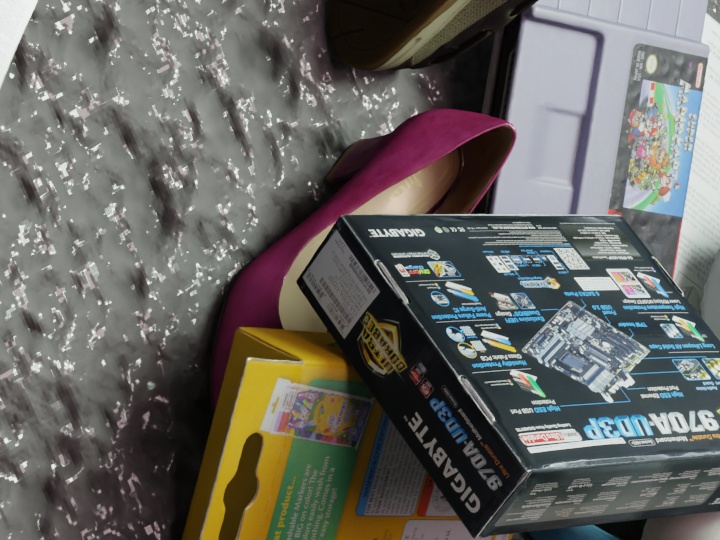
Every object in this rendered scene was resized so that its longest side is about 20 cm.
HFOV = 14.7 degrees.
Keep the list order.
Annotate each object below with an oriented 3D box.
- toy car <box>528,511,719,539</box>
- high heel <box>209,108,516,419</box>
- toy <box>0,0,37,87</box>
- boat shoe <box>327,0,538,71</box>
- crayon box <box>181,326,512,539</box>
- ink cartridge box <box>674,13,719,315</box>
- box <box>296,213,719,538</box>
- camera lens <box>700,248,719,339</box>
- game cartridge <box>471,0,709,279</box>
[{"bbox_3d":[0.148,0.185,1.403,0.150,0.175,0.200,-17,96,-8],"label":"toy car"},{"bbox_3d":[0.000,0.000,1.314,0.067,0.096,0.200,44,55,-29],"label":"high heel"},{"bbox_3d":[-0.216,-0.067,1.154,0.115,0.047,0.200,38,55,-29],"label":"toy"},{"bbox_3d":[0.071,-0.165,1.358,0.065,0.200,0.073,5,58,-54],"label":"boat shoe"},{"bbox_3d":[-0.008,0.095,1.290,0.200,0.052,0.126,6,104,-44],"label":"crayon box"},{"bbox_3d":[0.149,-0.046,1.518,0.163,0.057,0.200,35,80,-35],"label":"ink cartridge box"},{"bbox_3d":[0.089,0.043,1.280,0.200,0.046,0.159,-1,46,-45],"label":"box"},{"bbox_3d":[0.297,0.041,1.533,0.200,0.160,0.160,20,68,-52],"label":"camera lens"},{"bbox_3d":[0.117,-0.061,1.444,0.130,0.038,0.200,8,91,-33],"label":"game cartridge"}]
